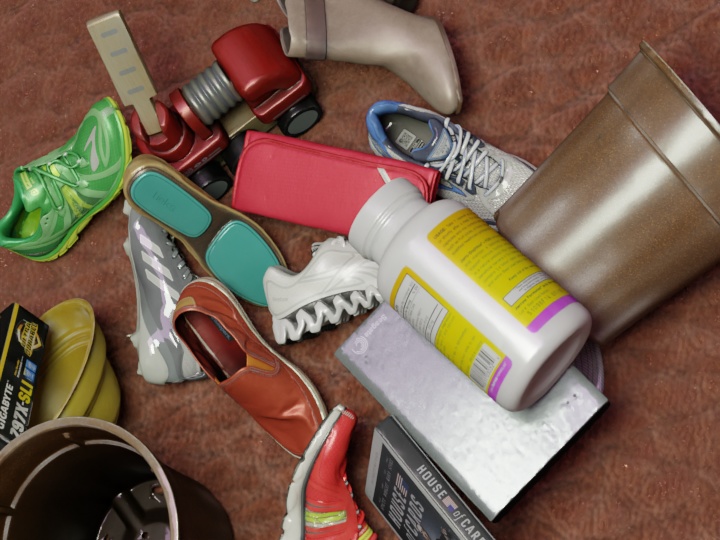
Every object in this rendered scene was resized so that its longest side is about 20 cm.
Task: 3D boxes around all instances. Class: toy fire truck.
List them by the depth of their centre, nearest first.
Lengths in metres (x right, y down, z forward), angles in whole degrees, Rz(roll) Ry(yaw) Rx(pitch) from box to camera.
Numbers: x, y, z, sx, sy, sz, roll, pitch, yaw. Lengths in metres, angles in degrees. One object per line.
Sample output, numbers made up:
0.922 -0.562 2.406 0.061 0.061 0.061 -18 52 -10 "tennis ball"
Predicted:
-0.154 -0.177 1.433 0.175 0.200 0.129 -36 70 6 "toy fire truck"

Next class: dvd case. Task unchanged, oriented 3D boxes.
0.075 0.232 1.296 0.025 0.151 0.200 -33 68 -20 "dvd case"

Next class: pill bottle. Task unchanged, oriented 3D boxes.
0.084 0.014 1.233 0.200 0.104 0.104 42 91 19 "pill bottle"

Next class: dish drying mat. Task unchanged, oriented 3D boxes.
-0.026 -0.075 1.400 0.198 0.018 0.078 13 94 21 "dish drying mat"

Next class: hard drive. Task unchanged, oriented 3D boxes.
0.092 0.091 1.284 0.140 0.033 0.200 -45 70 0 "hard drive"

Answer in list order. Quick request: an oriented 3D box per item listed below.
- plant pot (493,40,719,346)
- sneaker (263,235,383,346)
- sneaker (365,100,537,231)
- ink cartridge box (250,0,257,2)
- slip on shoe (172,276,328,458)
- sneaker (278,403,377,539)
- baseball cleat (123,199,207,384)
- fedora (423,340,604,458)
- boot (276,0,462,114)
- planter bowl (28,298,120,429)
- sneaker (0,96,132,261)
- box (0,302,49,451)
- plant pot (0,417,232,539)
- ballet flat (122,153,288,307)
0.232 -0.055 1.298 0.198 0.200 0.201 -41 69 11 "plant pot"
0.000 0.000 1.404 0.198 0.075 0.082 -22 84 9 "sneaker"
0.084 -0.099 1.403 0.198 0.085 0.078 26 85 20 "sneaker"
-0.105 -0.369 1.464 0.145 0.200 0.084 -40 69 4 "ink cartridge box"
-0.103 0.097 1.397 0.074 0.061 0.201 -36 96 30 "slip on shoe"
-0.022 0.217 1.359 0.084 0.077 0.203 15 104 10 "sneaker"
-0.176 0.008 1.474 0.105 0.070 0.203 -6 85 9 "baseball cleat"
0.112 0.087 1.346 0.197 0.090 0.179 -9 75 15 "fedora"
-0.001 -0.218 1.434 0.144 0.071 0.201 -8 52 -21 "boot"
-0.287 0.134 1.442 0.200 0.083 0.202 -35 34 28 "planter bowl"
-0.291 -0.083 1.483 0.201 0.083 0.074 -51 59 26 "sneaker"
-0.382 0.144 1.434 0.199 0.049 0.161 -36 32 29 "box"
-0.213 0.244 1.342 0.197 0.198 0.203 -4 75 17 "plant pot"
-0.143 -0.044 1.439 0.069 0.200 0.063 -44 26 7 "ballet flat"
